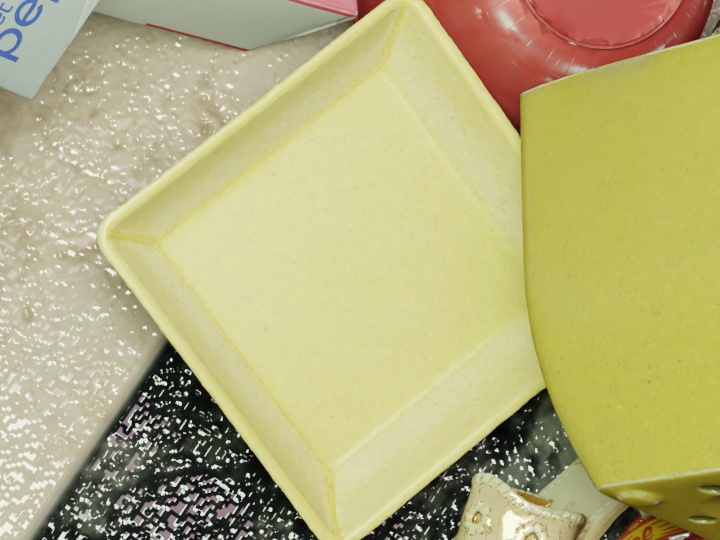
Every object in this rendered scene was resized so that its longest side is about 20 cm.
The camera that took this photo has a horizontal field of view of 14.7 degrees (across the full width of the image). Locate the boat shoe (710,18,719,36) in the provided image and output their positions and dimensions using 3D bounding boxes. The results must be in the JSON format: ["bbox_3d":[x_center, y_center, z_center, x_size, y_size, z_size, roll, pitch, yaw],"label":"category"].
[{"bbox_3d":[0.232,-0.141,1.467,0.072,0.060,0.200,40,72,-2],"label":"boat shoe"}]

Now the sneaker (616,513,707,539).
[{"bbox_3d":[0.161,0.160,1.391,0.200,0.073,0.077,-33,124,-24],"label":"sneaker"}]

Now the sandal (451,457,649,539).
[{"bbox_3d":[0.079,0.119,1.358,0.212,0.078,0.070,-40,119,-24],"label":"sandal"}]

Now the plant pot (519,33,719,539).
[{"bbox_3d":[0.194,0.021,1.309,0.194,0.195,0.200,25,65,-39],"label":"plant pot"}]

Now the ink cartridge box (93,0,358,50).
[{"bbox_3d":[-0.079,-0.223,1.368,0.146,0.083,0.200,10,72,-46],"label":"ink cartridge box"}]

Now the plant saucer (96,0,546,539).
[{"bbox_3d":[0.000,0.000,1.367,0.200,0.048,0.200,-38,100,-12],"label":"plant saucer"}]

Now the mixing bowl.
[{"bbox_3d":[0.101,-0.156,1.391,0.200,0.108,0.201,0,91,-16],"label":"mixing bowl"}]

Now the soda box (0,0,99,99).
[{"bbox_3d":[-0.130,-0.180,1.256,0.063,0.068,0.200,43,102,33],"label":"soda box"}]
